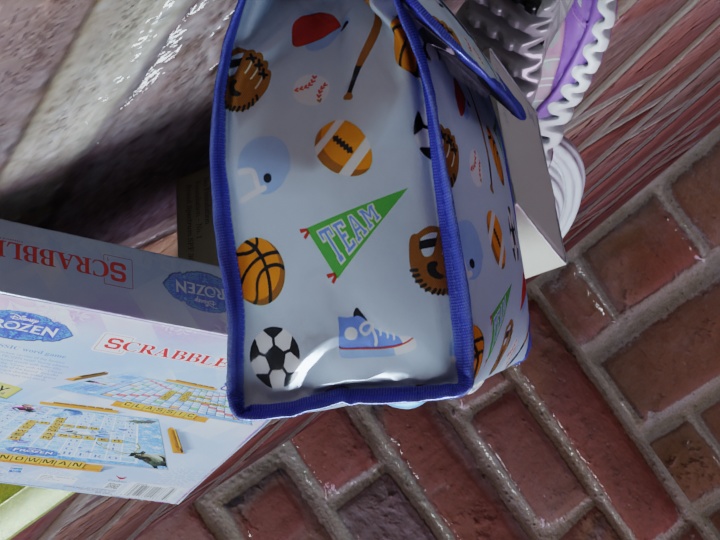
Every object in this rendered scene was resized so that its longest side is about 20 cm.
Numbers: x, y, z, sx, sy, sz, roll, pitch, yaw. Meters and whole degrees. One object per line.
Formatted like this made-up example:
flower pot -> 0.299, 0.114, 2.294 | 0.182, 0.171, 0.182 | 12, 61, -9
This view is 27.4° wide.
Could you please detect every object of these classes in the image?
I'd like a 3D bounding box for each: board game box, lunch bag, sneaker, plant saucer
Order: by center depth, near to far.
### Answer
lunch bag -> 0.010, -0.047, 0.640 | 0.122, 0.203, 0.170 | -8, 178, 13
board game box -> -0.142, 0.056, 0.763 | 0.198, 0.042, 0.199 | 13, 144, -30
sneaker -> 0.088, -0.145, 0.813 | 0.081, 0.075, 0.200 | -48, 169, -26
sneaker -> 0.103, -0.135, 0.951 | 0.081, 0.088, 0.201 | -73, -176, -52
plant saucer -> -0.323, 0.203, 1.213 | 0.199, 0.048, 0.200 | -36, 173, -3

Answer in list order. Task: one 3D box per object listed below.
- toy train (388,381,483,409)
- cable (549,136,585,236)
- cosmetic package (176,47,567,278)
toy train -> 0.000, 0.000, 0.913 | 0.115, 0.198, 0.087 | -63, 177, 19
cable -> 0.075, -0.048, 1.118 | 0.200, 0.070, 0.199 | -41, 142, 24
cosmetic package -> 0.001, -0.027, 0.795 | 0.198, 0.105, 0.073 | -22, 145, 21
